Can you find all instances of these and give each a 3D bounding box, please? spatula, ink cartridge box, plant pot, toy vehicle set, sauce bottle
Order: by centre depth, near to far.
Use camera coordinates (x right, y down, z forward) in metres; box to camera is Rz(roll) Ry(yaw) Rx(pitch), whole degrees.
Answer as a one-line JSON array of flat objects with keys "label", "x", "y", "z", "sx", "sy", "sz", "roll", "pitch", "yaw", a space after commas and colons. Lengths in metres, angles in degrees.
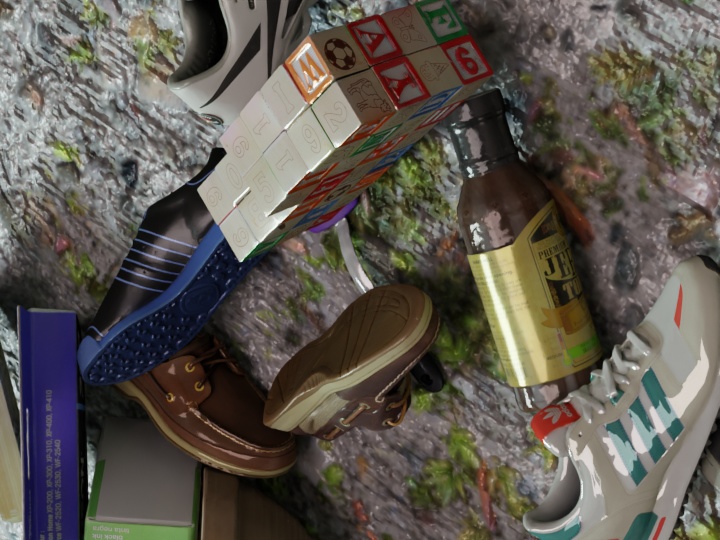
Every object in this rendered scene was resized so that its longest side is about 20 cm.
[{"label": "sauce bottle", "x": 0.098, "y": -0.013, "z": 0.937, "sx": 0.064, "sy": 0.065, "sz": 0.201, "roll": -13, "pitch": 100, "yaw": 39}, {"label": "spatula", "x": 0.000, "y": 0.000, "z": 1.043, "sx": 0.056, "sy": 0.021, "sz": 0.201, "roll": -34, "pitch": 86, "yaw": 38}, {"label": "plant pot", "x": -0.079, "y": 0.251, "z": 1.121, "sx": 0.092, "sy": 0.201, "sz": 0.202, "roll": 5, "pitch": 115, "yaw": -6}, {"label": "ink cartridge box", "x": -0.232, "y": 0.132, "z": 1.142, "sx": 0.200, "sy": 0.043, "sz": 0.200, "roll": 138, "pitch": 130, "yaw": -81}, {"label": "ink cartridge box", "x": -0.172, "y": 0.239, "z": 1.172, "sx": 0.083, "sy": 0.146, "sz": 0.201, "roll": 5, "pitch": 115, "yaw": -6}, {"label": "toy vehicle set", "x": -0.302, "y": 0.107, "z": 1.234, "sx": 0.124, "sy": 0.026, "sz": 0.201, "roll": 130, "pitch": 124, "yaw": -78}]

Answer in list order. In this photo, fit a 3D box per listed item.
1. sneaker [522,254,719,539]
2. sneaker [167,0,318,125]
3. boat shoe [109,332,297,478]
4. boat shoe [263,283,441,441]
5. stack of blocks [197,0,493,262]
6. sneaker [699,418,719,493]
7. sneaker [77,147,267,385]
[{"label": "sneaker", "x": 0.155, "y": 0.083, "z": 0.888, "sx": 0.093, "sy": 0.070, "sz": 0.201, "roll": 12, "pitch": 106, "yaw": -9}, {"label": "sneaker", "x": -0.070, "y": -0.192, "z": 0.947, "sx": 0.074, "sy": 0.088, "sz": 0.201, "roll": 8, "pitch": 83, "yaw": 43}, {"label": "boat shoe", "x": -0.127, "y": 0.084, "z": 1.137, "sx": 0.200, "sy": 0.072, "sz": 0.068, "roll": 34, "pitch": 126, "yaw": 26}, {"label": "boat shoe", "x": 0.006, "y": 0.073, "z": 1.029, "sx": 0.072, "sy": 0.072, "sz": 0.200, "roll": 30, "pitch": 141, "yaw": -17}, {"label": "stack of blocks", "x": -0.024, "y": -0.080, "z": 0.919, "sx": 0.059, "sy": 0.115, "sz": 0.200, "roll": 59, "pitch": 140, "yaw": 7}, {"label": "sneaker", "x": 0.287, "y": 0.128, "z": 0.839, "sx": 0.200, "sy": 0.075, "sz": 0.107, "roll": 41, "pitch": 130, "yaw": 19}, {"label": "sneaker", "x": -0.141, "y": -0.002, "z": 1.096, "sx": 0.200, "sy": 0.070, "sz": 0.078, "roll": -43, "pitch": 56, "yaw": 15}]
